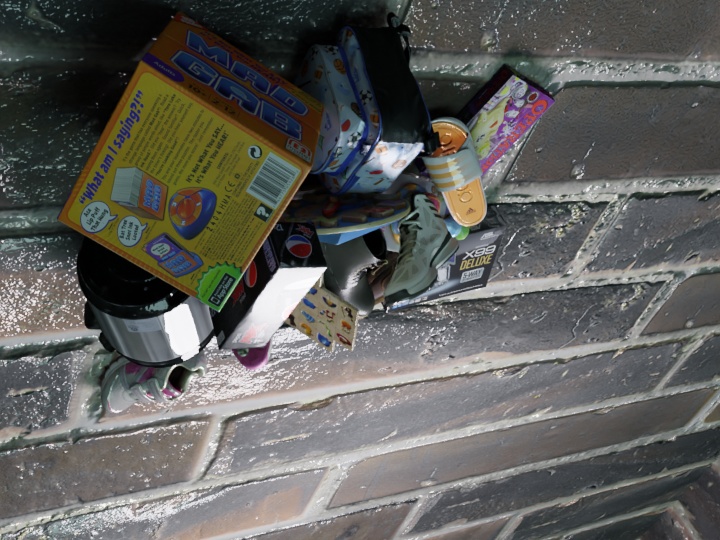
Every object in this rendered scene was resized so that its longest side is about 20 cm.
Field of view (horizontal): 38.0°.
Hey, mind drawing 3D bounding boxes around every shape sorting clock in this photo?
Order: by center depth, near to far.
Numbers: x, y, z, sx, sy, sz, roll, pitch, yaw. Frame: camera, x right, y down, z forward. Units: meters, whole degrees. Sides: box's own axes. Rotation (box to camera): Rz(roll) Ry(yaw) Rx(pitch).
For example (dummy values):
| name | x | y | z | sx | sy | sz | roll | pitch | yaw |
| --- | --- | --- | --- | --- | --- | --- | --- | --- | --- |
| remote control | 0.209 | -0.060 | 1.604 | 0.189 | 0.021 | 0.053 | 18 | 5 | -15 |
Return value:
| name | x | y | z | sx | sy | sz | roll | pitch | yaw |
| --- | --- | --- | --- | --- | --- | --- | --- | --- | --- |
| shape sorting clock | -0.034 | -0.077 | 1.343 | 0.197 | 0.199 | 0.040 | -10 | 110 | -25 |

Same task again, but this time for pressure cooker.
| name | x | y | z | sx | sy | sz | roll | pitch | yaw |
| --- | --- | --- | --- | --- | --- | --- | --- | --- | --- |
| pressure cooker | -0.273 | 0.029 | 1.377 | 0.179 | 0.174 | 0.201 | -50 | 157 | -25 |

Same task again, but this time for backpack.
| name | x | y | z | sx | sy | sz | roll | pitch | yaw |
| --- | --- | --- | --- | --- | --- | --- | --- | --- | --- |
| backpack | -0.006 | -0.185 | 1.300 | 0.151 | 0.203 | 0.191 | -3 | 151 | -18 |

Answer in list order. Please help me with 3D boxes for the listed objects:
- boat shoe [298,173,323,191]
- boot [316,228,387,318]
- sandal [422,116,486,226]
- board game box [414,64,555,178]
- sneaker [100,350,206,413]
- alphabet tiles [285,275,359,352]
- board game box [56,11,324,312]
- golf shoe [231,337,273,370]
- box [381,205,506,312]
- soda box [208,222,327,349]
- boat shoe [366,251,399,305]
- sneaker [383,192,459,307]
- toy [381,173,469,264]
| name | x | y | z | sx | sy | sz | roll | pitch | yaw |
| --- | --- | --- | --- | --- | --- | --- | --- | --- | --- |
| boat shoe | -0.107 | -0.134 | 1.391 | 0.197 | 0.065 | 0.072 | -11 | 143 | -25 |
| boot | 0.000 | 0.000 | 1.475 | 0.201 | 0.137 | 0.078 | 53 | 56 | -38 |
| sandal | 0.146 | -0.133 | 1.519 | 0.078 | 0.060 | 0.208 | -24 | 130 | 7 |
| board game box | 0.184 | -0.205 | 1.549 | 0.119 | 0.033 | 0.200 | 11 | 129 | -50 |
| sneaker | -0.318 | 0.166 | 1.609 | 0.199 | 0.089 | 0.081 | -37 | 146 | 12 |
| alphabet tiles | -0.087 | 0.038 | 1.536 | 0.008 | 0.198 | 0.168 | -47 | 159 | -34 |
| board game box | -0.178 | -0.123 | 1.146 | 0.198 | 0.201 | 0.201 | 30 | 114 | -13 |
| golf shoe | -0.155 | 0.051 | 1.484 | 0.074 | 0.203 | 0.092 | -16 | 155 | 7 |
| box | 0.132 | -0.019 | 1.733 | 0.197 | 0.050 | 0.159 | -13 | 143 | -21 |
| soda box | -0.116 | 0.022 | 1.268 | 0.070 | 0.064 | 0.200 | -1 | 149 | -31 |
| boat shoe | 0.021 | 0.019 | 1.666 | 0.070 | 0.071 | 0.199 | -39 | -174 | -40 |
| sneaker | 0.063 | -0.037 | 1.463 | 0.075 | 0.116 | 0.201 | -20 | -163 | 34 |
| toy | 0.099 | -0.080 | 1.576 | 0.047 | 0.117 | 0.198 | 3 | 174 | 42 |
